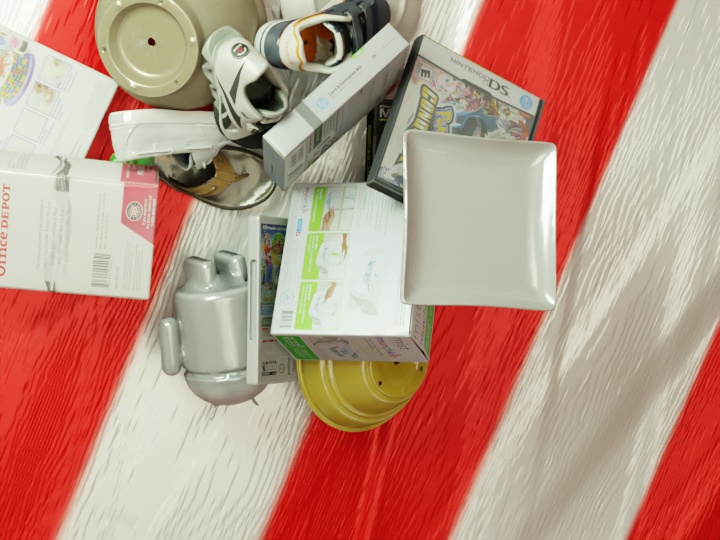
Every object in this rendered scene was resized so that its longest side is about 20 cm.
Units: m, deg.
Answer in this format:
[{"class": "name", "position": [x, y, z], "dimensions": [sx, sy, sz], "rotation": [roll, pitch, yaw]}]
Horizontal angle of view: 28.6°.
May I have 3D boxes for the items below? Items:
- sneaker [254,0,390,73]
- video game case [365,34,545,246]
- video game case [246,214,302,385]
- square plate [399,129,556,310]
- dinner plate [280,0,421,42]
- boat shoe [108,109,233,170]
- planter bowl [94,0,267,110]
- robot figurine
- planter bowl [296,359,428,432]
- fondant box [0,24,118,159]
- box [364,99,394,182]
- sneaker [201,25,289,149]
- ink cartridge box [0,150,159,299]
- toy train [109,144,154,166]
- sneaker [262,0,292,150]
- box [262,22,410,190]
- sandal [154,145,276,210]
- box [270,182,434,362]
[{"class": "sneaker", "position": [-0.024, -0.275, 1.653], "dimensions": [0.200, 0.079, 0.079], "rotation": [-27, 120, -36]}, {"class": "video game case", "position": [0.116, -0.153, 1.669], "dimensions": [0.180, 0.025, 0.201], "rotation": [25, 70, -19]}, {"class": "video game case", "position": [-0.098, 0.036, 1.724], "dimensions": [0.018, 0.143, 0.201], "rotation": [0, 89, 25]}, {"class": "square plate", "position": [0.135, -0.055, 1.630], "dimensions": [0.199, 0.028, 0.199], "rotation": [3, 84, -22]}, {"class": "dinner plate", "position": [-0.005, -0.337, 1.728], "dimensions": [0.199, 0.024, 0.201], "rotation": [-5, 100, -29]}, {"class": "boat shoe", "position": [-0.204, -0.152, 1.655], "dimensions": [0.200, 0.072, 0.069], "rotation": [-4, 93, -49]}, {"class": "planter bowl", "position": [-0.220, -0.269, 1.609], "dimensions": [0.199, 0.135, 0.201], "rotation": [5, 112, 12]}, {"class": "robot figurine", "position": [-0.166, 0.079, 1.733], "dimensions": [0.169, 0.113, 0.201], "rotation": [-11, 101, -23]}, {"class": "planter bowl", "position": [0.024, 0.108, 1.768], "dimensions": [0.200, 0.083, 0.201], "rotation": [-3, 95, -36]}, {"class": "fondant box", "position": [-0.404, -0.200, 1.654], "dimensions": [0.199, 0.058, 0.145], "rotation": [25, 93, -18]}, {"class": "box", "position": [0.105, -0.121, 1.806], "dimensions": [0.199, 0.048, 0.194], "rotation": [-1, 97, -13]}, {"class": "sneaker", "position": [-0.118, -0.185, 1.599], "dimensions": [0.088, 0.200, 0.074], "rotation": [37, 76, 23]}, {"class": "ink cartridge box", "position": [-0.338, -0.053, 1.631], "dimensions": [0.199, 0.085, 0.146], "rotation": [5, 110, -11]}, {"class": "toy train", "position": [-0.280, -0.077, 1.700], "dimensions": [0.056, 0.042, 0.201], "rotation": [7, 107, -11]}, {"class": "sneaker", "position": [-0.105, -0.240, 1.722], "dimensions": [0.087, 0.075, 0.201], "rotation": [-28, 119, -38]}, {"class": "box", "position": [-0.030, -0.190, 1.664], "dimensions": [0.200, 0.156, 0.041], "rotation": [-42, 85, -9]}, {"class": "sandal", "position": [-0.196, -0.129, 1.721], "dimensions": [0.199, 0.055, 0.082], "rotation": [24, 93, -17]}, {"class": "box", "position": [0.000, 0.000, 1.691], "dimensions": [0.176, 0.097, 0.201], "rotation": [-1, 67, 18]}]
